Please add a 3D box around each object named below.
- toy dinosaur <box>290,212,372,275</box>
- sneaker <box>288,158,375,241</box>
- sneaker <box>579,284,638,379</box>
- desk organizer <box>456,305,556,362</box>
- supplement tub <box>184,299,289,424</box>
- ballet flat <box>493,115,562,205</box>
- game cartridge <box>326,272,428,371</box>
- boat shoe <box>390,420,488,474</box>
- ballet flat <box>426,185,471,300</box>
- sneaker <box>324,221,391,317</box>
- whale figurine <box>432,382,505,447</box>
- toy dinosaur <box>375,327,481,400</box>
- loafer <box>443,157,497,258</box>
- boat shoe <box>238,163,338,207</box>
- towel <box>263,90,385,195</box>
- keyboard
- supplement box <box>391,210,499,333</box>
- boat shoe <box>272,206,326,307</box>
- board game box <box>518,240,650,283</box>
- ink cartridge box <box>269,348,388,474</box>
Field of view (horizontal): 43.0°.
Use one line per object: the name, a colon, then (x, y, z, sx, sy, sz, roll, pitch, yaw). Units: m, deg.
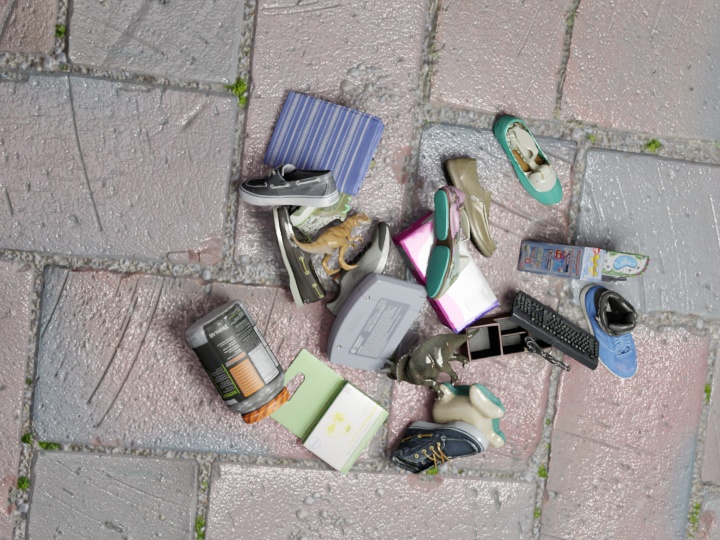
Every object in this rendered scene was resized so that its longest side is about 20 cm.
toy dinosaur: (-0.057, -0.045, 1.634, 0.199, 0.060, 0.107, -29, 106, -43)
sneaker: (-0.044, -0.130, 1.676, 0.199, 0.077, 0.089, -39, 112, 1)
sneaker: (0.493, 0.125, 1.754, 0.076, 0.111, 0.202, -23, 98, -7)
desk organizer: (0.285, 0.121, 1.737, 0.197, 0.077, 0.073, -9, 96, -9)
supplement tub: (-0.216, 0.165, 1.637, 0.122, 0.123, 0.202, -30, 99, -6)
ballet flat: (0.322, -0.204, 1.721, 0.067, 0.070, 0.201, -38, 100, -5)
game cartridge: (0.023, 0.094, 1.657, 0.132, 0.041, 0.201, 13, 122, -31)
boat shoe: (0.142, 0.329, 1.664, 0.091, 0.199, 0.071, -48, 112, -31)
ballet flat: (0.161, -0.047, 1.614, 0.070, 0.069, 0.203, 2, 94, -28)
sneaker: (0.000, 0.000, 1.686, 0.079, 0.074, 0.202, 25, 90, -5)
whale figurine: (0.214, 0.254, 1.683, 0.159, 0.201, 0.104, 42, 61, 10)
toy dinosaur: (0.132, 0.164, 1.648, 0.199, 0.077, 0.102, -39, 109, 18)
loafer: (0.218, -0.122, 1.708, 0.067, 0.076, 0.202, -22, 98, 0)
boat shoe: (-0.132, -0.155, 1.609, 0.198, 0.072, 0.069, 7, 123, 30)
towel: (-0.066, -0.229, 1.635, 0.198, 0.024, 0.146, 22, 90, 21)
keyboard: (0.361, 0.125, 1.697, 0.199, 0.021, 0.128, 30, 49, -11)
supplement box: (0.155, 0.000, 1.695, 0.101, 0.103, 0.201, -32, 100, -4)
boat shoe: (-0.111, -0.029, 1.644, 0.060, 0.072, 0.203, -14, 120, 1)
board game box: (0.418, -0.011, 1.687, 0.197, 0.200, 0.063, 7, 93, -9)
ink cartridge box: (-0.067, 0.264, 1.708, 0.199, 0.048, 0.146, 37, 89, -12)
